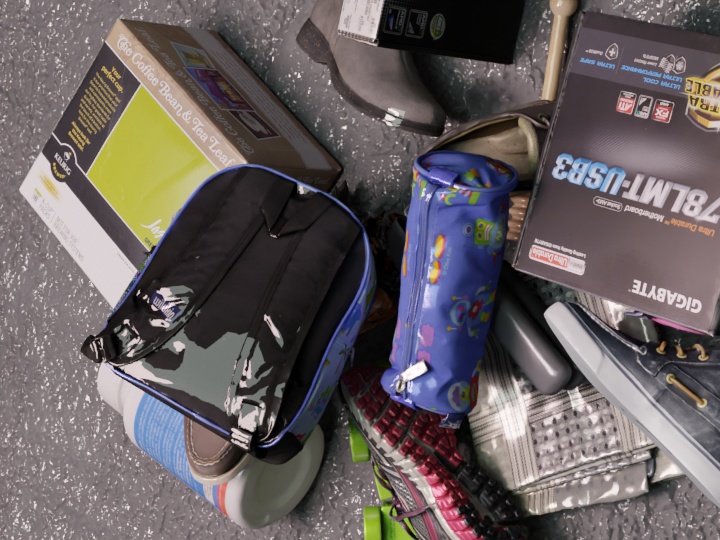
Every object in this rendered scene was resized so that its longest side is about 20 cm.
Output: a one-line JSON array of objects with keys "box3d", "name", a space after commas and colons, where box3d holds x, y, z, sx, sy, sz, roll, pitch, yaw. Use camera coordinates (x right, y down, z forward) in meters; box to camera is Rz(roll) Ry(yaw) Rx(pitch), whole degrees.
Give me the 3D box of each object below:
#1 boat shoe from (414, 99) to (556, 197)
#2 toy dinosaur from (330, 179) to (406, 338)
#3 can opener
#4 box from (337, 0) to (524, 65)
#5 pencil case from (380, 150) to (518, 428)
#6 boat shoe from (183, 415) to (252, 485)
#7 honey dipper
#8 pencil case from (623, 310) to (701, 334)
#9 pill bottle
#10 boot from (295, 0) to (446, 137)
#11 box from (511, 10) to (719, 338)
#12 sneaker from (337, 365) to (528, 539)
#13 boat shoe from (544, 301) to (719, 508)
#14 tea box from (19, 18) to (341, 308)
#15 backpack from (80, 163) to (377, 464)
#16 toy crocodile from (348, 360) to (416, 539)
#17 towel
[{"box3d": [0.137, -0.092, 1.541, 0.199, 0.065, 0.074, -17, 84, 12], "name": "boat shoe"}, {"box3d": [0.000, 0.000, 1.667, 0.136, 0.102, 0.200, 43, 87, 7], "name": "toy dinosaur"}, {"box3d": [0.095, 0.025, 1.577, 0.200, 0.053, 0.067, 52, 125, 22], "name": "can opener"}, {"box3d": [0.072, -0.265, 1.547, 0.047, 0.192, 0.202, 19, 101, 37], "name": "box"}, {"box3d": [0.063, 0.012, 1.510, 0.078, 0.087, 0.202, 19, 109, 29], "name": "pencil case"}, {"box3d": [-0.108, 0.082, 1.676, 0.071, 0.060, 0.201, 3, 53, 17], "name": "boat shoe"}, {"box3d": [0.148, -0.121, 1.589, 0.038, 0.038, 0.202, 13, 95, 36], "name": "honey dipper"}, {"box3d": [0.257, -0.053, 1.474, 0.093, 0.090, 0.201, 27, 104, 35], "name": "pencil case"}, {"box3d": [-0.136, 0.129, 1.757, 0.199, 0.112, 0.113, 33, 109, 31], "name": "pill bottle"}, {"box3d": [0.024, -0.204, 1.642, 0.200, 0.069, 0.132, 46, 116, 41], "name": "boot"}, {"box3d": [0.213, -0.071, 1.429, 0.199, 0.049, 0.200, 21, 97, 47], "name": "box"}, {"box3d": [0.043, 0.162, 1.596, 0.201, 0.080, 0.075, 54, 130, 15], "name": "sneaker"}, {"box3d": [0.231, 0.077, 1.483, 0.091, 0.071, 0.200, -44, 80, -3], "name": "boat shoe"}, {"box3d": [-0.160, -0.080, 1.761, 0.200, 0.133, 0.197, 48, 118, 26], "name": "tea box"}, {"box3d": [-0.084, 0.029, 1.575, 0.182, 0.147, 0.201, 28, 84, 12], "name": "backpack"}, {"box3d": [0.030, 0.175, 1.665, 0.067, 0.062, 0.202, -8, 91, 1], "name": "toy crocodile"}, {"box3d": [0.156, 0.088, 1.578, 0.192, 0.034, 0.202, -19, 79, 32], "name": "towel"}]
